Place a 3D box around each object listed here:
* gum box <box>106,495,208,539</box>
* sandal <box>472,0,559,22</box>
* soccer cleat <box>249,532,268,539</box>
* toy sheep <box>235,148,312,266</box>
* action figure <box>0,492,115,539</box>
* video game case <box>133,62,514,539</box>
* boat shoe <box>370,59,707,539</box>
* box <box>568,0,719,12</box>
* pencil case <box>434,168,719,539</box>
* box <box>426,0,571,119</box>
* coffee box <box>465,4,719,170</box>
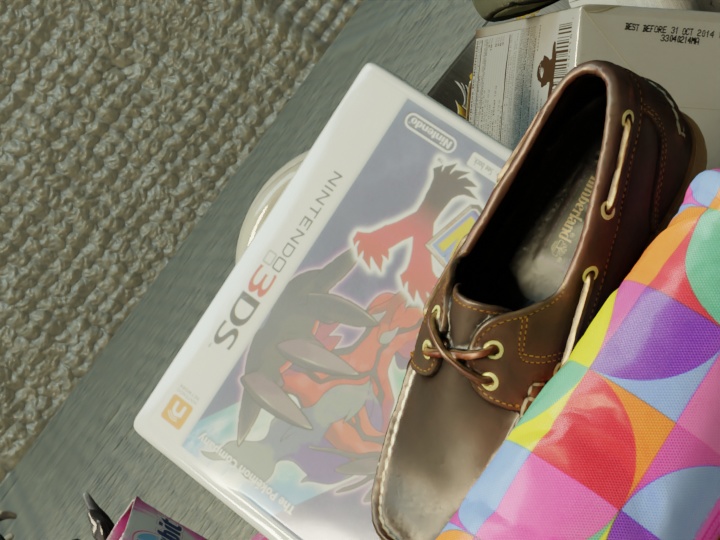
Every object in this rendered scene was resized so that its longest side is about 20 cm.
[{"bbox_3d":[-0.106,0.219,1.033,0.200,0.113,0.066,-58,8,13],"label":"gum box"},{"bbox_3d":[0.112,-0.157,1.006,0.080,0.057,0.201,-23,2,37],"label":"sandal"},{"bbox_3d":[-0.064,0.181,1.146,0.200,0.070,0.086,-52,18,13],"label":"soccer cleat"},{"bbox_3d":[0.000,0.000,1.116,0.138,0.138,0.200,-51,3,9],"label":"toy sheep"},{"bbox_3d":[-0.161,0.175,1.106,0.200,0.119,0.102,-20,10,-2],"label":"action figure"},{"bbox_3d":[0.028,0.040,0.897,0.182,0.200,0.023,-57,-29,4],"label":"video game case"},{"bbox_3d":[0.054,0.016,0.838,0.070,0.070,0.200,25,-90,-56],"label":"boat shoe"},{"bbox_3d":[0.196,-0.161,1.115,0.144,0.036,0.200,-29,7,-11],"label":"box"},{"bbox_3d":[0.100,0.058,0.788,0.200,0.088,0.088,-54,9,-5],"label":"pencil case"},{"bbox_3d":[0.068,-0.089,1.264,0.200,0.048,0.158,-51,-3,-29],"label":"box"},{"bbox_3d":[0.122,-0.070,1.006,0.200,0.114,0.080,-159,73,-81],"label":"coffee box"}]
